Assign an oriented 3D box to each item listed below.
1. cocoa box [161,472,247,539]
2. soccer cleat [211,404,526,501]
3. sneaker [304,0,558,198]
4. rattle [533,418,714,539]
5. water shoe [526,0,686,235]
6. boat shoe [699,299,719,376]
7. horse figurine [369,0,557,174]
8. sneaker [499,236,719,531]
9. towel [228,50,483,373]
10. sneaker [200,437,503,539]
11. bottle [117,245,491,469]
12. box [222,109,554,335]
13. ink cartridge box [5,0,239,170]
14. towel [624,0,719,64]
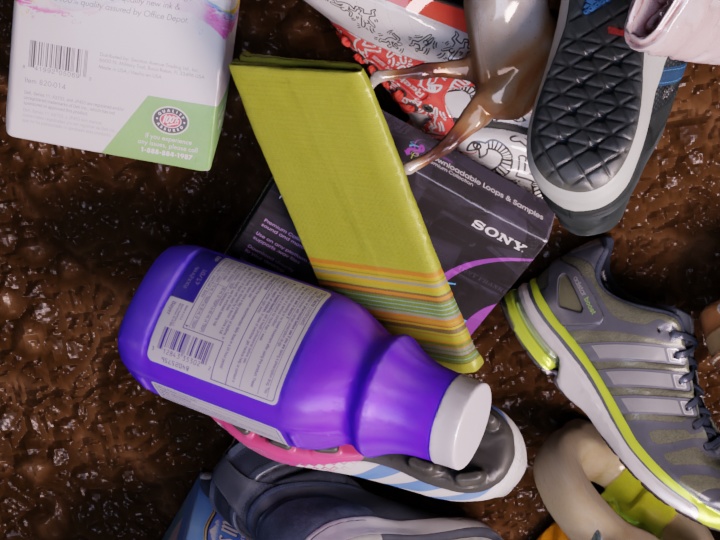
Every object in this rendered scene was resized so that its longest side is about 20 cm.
[{"bbox_3d":[-0.094,0.257,1.111,0.130,0.134,0.201,27,114,-9],"label":"cocoa box"},{"bbox_3d":[-0.001,0.089,1.018,0.198,0.086,0.071,17,78,17],"label":"soccer cleat"},{"bbox_3d":[0.030,-0.103,0.969,0.199,0.067,0.109,18,113,-8],"label":"sneaker"},{"bbox_3d":[0.125,0.182,1.024,0.142,0.200,0.130,-36,109,19],"label":"rattle"},{"bbox_3d":[0.130,-0.115,0.887,0.071,0.079,0.202,20,73,17],"label":"water shoe"},{"bbox_3d":[0.271,-0.001,0.969,0.199,0.076,0.074,-33,67,12],"label":"boat shoe"},{"bbox_3d":[0.053,-0.134,0.895,0.131,0.050,0.202,-15,111,-2],"label":"horse figurine"},{"bbox_3d":[0.168,0.066,1.012,0.081,0.074,0.200,-45,82,13],"label":"sneaker"},{"bbox_3d":[0.001,-0.027,0.925,0.085,0.018,0.201,8,136,35],"label":"towel"},{"bbox_3d":[-0.007,0.146,1.089,0.202,0.146,0.077,21,103,-51],"label":"sneaker"},{"bbox_3d":[-0.029,0.050,0.951,0.198,0.084,0.065,18,157,21],"label":"bottle"},{"bbox_3d":[0.000,0.000,1.002,0.142,0.036,0.200,27,133,-9],"label":"box"},{"bbox_3d":[-0.119,-0.165,0.948,0.116,0.067,0.202,10,117,-1],"label":"ink cartridge box"},{"bbox_3d":[0.220,-0.177,0.831,0.032,0.199,0.192,42,116,31],"label":"towel"}]
